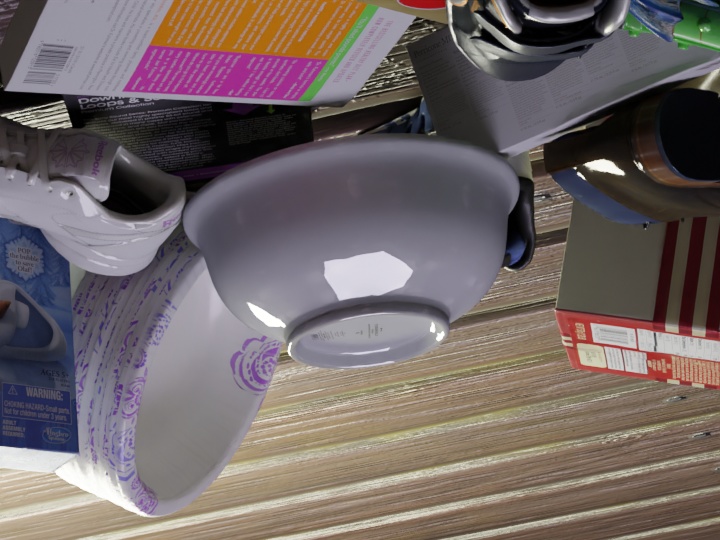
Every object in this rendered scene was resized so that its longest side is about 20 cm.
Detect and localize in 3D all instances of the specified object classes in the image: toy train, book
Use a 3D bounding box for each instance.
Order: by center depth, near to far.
[{"bbox_3d":[0.155,-0.142,1.547,0.200,0.042,0.056,17,-168,20],"label":"toy train"},{"bbox_3d":[-0.079,-0.136,1.547,0.200,0.048,0.134,2,148,-25],"label":"book"}]

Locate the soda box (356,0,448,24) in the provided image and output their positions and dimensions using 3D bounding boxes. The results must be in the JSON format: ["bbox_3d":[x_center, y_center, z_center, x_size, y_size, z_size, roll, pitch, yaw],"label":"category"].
[{"bbox_3d":[0.014,-0.177,1.465,0.200,0.068,0.064,9,157,-43],"label":"soda box"}]

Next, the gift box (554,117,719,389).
[{"bbox_3d":[0.204,-0.037,1.826,0.200,0.187,0.185,10,166,6],"label":"gift box"}]

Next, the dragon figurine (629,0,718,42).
[{"bbox_3d":[0.164,-0.159,1.479,0.099,0.200,0.059,-43,-179,-27],"label":"dragon figurine"}]

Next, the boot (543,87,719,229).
[{"bbox_3d":[0.198,-0.063,1.687,0.097,0.075,0.200,-10,163,42],"label":"boot"}]

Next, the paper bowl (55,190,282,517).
[{"bbox_3d":[-0.135,0.046,1.825,0.104,0.201,0.201,22,174,23],"label":"paper bowl"}]

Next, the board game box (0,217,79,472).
[{"bbox_3d":[-0.264,0.009,1.684,0.200,0.199,0.043,9,154,-33],"label":"board game box"}]

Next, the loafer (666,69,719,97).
[{"bbox_3d":[0.226,-0.148,1.664,0.067,0.076,0.200,5,150,-31],"label":"loafer"}]

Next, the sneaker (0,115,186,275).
[{"bbox_3d":[-0.193,-0.066,1.674,0.200,0.075,0.100,20,151,-21],"label":"sneaker"}]

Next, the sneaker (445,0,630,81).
[{"bbox_3d":[0.086,-0.136,1.413,0.078,0.080,0.200,-8,151,-7],"label":"sneaker"}]

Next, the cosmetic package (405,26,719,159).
[{"bbox_3d":[0.125,-0.127,1.646,0.200,0.083,0.051,-22,176,38],"label":"cosmetic package"}]

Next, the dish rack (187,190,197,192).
[{"bbox_3d":[-0.185,-0.001,1.967,0.153,0.055,0.200,3,161,-29],"label":"dish rack"}]

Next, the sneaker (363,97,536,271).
[{"bbox_3d":[0.053,-0.043,1.836,0.080,0.115,0.199,1,161,-25],"label":"sneaker"}]

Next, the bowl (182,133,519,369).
[{"bbox_3d":[0.000,0.000,1.685,0.201,0.091,0.201,-7,159,-3],"label":"bowl"}]

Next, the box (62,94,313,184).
[{"bbox_3d":[-0.100,-0.098,1.722,0.143,0.036,0.200,-8,164,-2],"label":"box"}]
